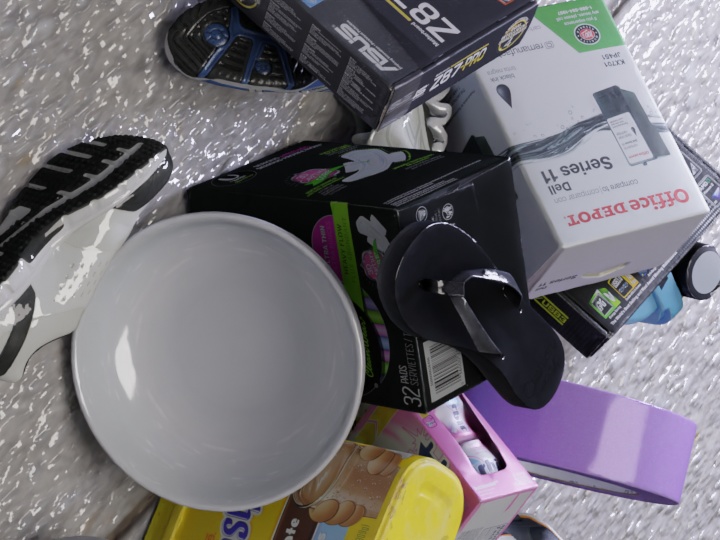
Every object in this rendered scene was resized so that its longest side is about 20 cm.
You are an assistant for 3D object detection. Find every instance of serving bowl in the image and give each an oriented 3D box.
[{"bbox_3d":[-0.089,0.057,1.545,0.066,0.200,0.200,-31,122,-75],"label":"serving bowl"}]

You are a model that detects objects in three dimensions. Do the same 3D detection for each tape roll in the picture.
[{"bbox_3d":[0.155,0.127,1.790,0.200,0.200,0.066,21,80,-47],"label":"tape roll"}]

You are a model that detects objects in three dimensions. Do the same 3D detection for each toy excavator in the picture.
[{"bbox_3d":[0.180,-0.007,1.887,0.200,0.100,0.195,-44,125,-23],"label":"toy excavator"}]

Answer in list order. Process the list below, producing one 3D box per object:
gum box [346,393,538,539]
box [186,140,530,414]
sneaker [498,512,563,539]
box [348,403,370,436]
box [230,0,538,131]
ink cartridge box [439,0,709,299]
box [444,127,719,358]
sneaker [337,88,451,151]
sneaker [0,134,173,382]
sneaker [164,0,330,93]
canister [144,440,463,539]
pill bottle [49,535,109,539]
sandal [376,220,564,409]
[{"bbox_3d":[0.030,0.174,1.651,0.066,0.114,0.200,-9,142,-47],"label":"gum box"},{"bbox_3d":[0.000,0.000,1.604,0.124,0.200,0.149,-25,114,-42],"label":"box"},{"bbox_3d":[0.103,0.233,1.847,0.200,0.078,0.079,28,31,-32],"label":"sneaker"},{"bbox_3d":[0.026,0.112,1.736,0.049,0.082,0.200,-5,99,-46],"label":"box"},{"bbox_3d":[-0.002,-0.201,1.590,0.161,0.200,0.049,-34,158,-37],"label":"box"},{"bbox_3d":[0.151,-0.094,1.744,0.147,0.083,0.200,-14,69,-29],"label":"ink cartridge box"},{"bbox_3d":[0.168,-0.061,1.811,0.193,0.048,0.200,44,57,4],"label":"box"},{"bbox_3d":[0.033,-0.063,1.692,0.081,0.075,0.200,7,56,-39],"label":"sneaker"},{"bbox_3d":[-0.194,-0.011,1.496,0.200,0.074,0.080,-44,130,-24],"label":"sneaker"},{"bbox_3d":[-0.046,-0.151,1.625,0.200,0.077,0.076,-3,73,-28],"label":"sneaker"},{"bbox_3d":[-0.040,0.180,1.586,0.087,0.200,0.149,38,68,-44],"label":"canister"},{"bbox_3d":[-0.180,0.283,1.516,0.111,0.111,0.200,-30,117,-41],"label":"pill bottle"},{"bbox_3d":[0.083,0.027,1.516,0.200,0.043,0.076,35,70,-44],"label":"sandal"}]
